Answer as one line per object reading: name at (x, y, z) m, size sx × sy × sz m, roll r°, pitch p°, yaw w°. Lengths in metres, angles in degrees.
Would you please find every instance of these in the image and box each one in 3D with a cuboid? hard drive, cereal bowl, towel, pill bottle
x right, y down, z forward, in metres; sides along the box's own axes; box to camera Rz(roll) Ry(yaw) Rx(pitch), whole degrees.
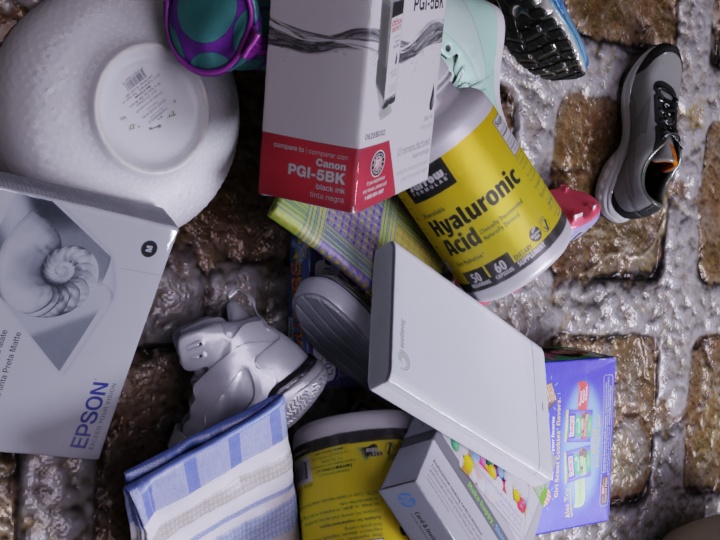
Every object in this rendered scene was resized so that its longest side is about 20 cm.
hard drive at (0.085, 0.078, 0.913) m, size 0.199 × 0.027 × 0.134 m, roll 34°, pitch 43°, yaw -33°
cereal bowl at (-0.173, -0.118, 0.841) m, size 0.198 × 0.083 × 0.204 m, roll -4°, pitch 96°, yaw -36°
towel at (-0.109, 0.203, 0.869) m, size 0.146 × 0.024 × 0.203 m, roll -25°, pitch 132°, yaw -29°
pill bottle at (0.008, 0.225, 0.917) m, size 0.111 × 0.112 × 0.203 m, roll 6°, pitch 68°, yaw -36°
pill bottle at (0.084, -0.083, 0.949) m, size 0.111 × 0.111 × 0.201 m, roll -43°, pitch 105°, yaw -25°
towel at (0.006, -0.040, 0.935) m, size 0.199 × 0.023 × 0.145 m, roll 39°, pitch 42°, yaw -31°

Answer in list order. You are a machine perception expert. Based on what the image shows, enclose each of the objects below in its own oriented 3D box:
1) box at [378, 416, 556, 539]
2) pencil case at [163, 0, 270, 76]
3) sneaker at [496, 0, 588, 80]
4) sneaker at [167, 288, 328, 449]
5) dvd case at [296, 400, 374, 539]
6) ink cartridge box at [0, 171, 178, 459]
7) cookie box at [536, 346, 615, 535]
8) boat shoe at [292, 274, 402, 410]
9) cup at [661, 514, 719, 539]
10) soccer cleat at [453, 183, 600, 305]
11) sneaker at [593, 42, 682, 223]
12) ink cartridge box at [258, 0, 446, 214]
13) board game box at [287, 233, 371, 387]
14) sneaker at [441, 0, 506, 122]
box at (0.098, 0.171, 0.939) m, size 0.157 × 0.041 × 0.201 m, roll 58°, pitch 33°, yaw -18°
pencil case at (-0.067, -0.191, 0.860) m, size 0.086 × 0.092 × 0.199 m, roll -57°, pitch 163°, yaw 22°
sneaker at (0.177, -0.277, 1.087) m, size 0.090 × 0.078 × 0.201 m, roll -47°, pitch 118°, yaw -27°
sneaker at (-0.130, 0.111, 0.897) m, size 0.200 × 0.075 × 0.115 m, roll -43°, pitch 100°, yaw -9°
dvd case at (0.003, 0.238, 0.983) m, size 0.145 × 0.022 × 0.201 m, roll 33°, pitch 70°, yaw 5°
ink cartridge box at (-0.249, 0.033, 0.783) m, size 0.198 × 0.041 × 0.202 m, roll 11°, pitch 108°, yaw -35°
cookie box at (0.157, 0.168, 1.103) m, size 0.197 × 0.075 × 0.174 m, roll 0°, pitch 93°, yaw -35°
boat shoe at (0.013, 0.060, 0.962) m, size 0.200 × 0.071 × 0.063 m, roll 49°, pitch 52°, yaw -37°
cup at (0.411, 0.358, 1.260) m, size 0.198 × 0.142 × 0.204 m, roll -4°, pitch 96°, yaw -35°
soccer cleat at (0.165, -0.024, 1.113) m, size 0.199 × 0.066 × 0.077 m, roll -29°, pitch 141°, yaw -37°
sneaker at (0.317, -0.147, 1.196) m, size 0.073 × 0.079 × 0.203 m, roll 21°, pitch 80°, yaw -33°
ink cartridge box at (-0.001, -0.158, 0.812) m, size 0.146 × 0.082 × 0.203 m, roll -31°, pitch 130°, yaw -61°
board game box at (0.000, 0.000, 1.002) m, size 0.134 × 0.034 × 0.204 m, roll 0°, pitch 93°, yaw -35°
sneaker at (0.075, -0.157, 1.020) m, size 0.117 × 0.073 × 0.204 m, roll 7°, pitch 80°, yaw -42°
